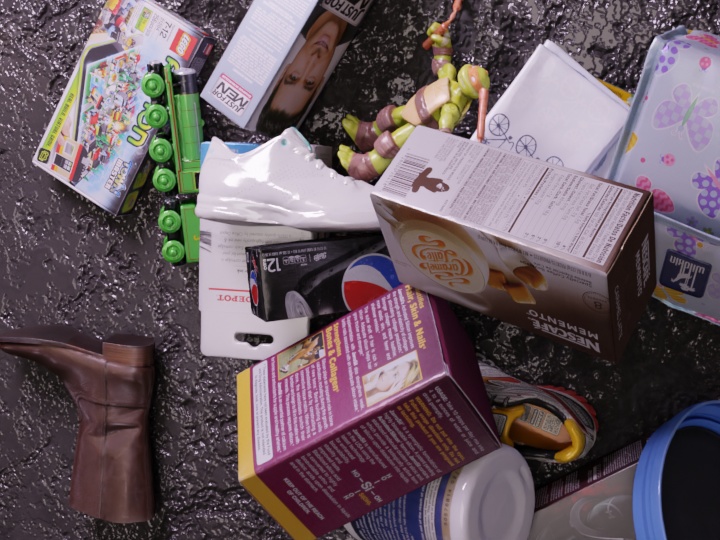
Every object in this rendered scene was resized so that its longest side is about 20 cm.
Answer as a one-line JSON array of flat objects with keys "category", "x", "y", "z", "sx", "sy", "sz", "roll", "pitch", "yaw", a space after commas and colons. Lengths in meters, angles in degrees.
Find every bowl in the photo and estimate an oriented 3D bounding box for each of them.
[{"category": "bowl", "x": 0.306, "y": 0.212, "z": 0.879, "sx": 0.039, "sy": 0.199, "sz": 0.203, "roll": -29, "pitch": 88, "yaw": 52}]

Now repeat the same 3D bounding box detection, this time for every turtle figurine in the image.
[{"category": "turtle figurine", "x": 0.058, "y": -0.148, "z": 0.943, "sx": 0.160, "sy": 0.064, "sz": 0.202, "roll": -27, "pitch": 48, "yaw": 30}]

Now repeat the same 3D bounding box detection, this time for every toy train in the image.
[{"category": "toy train", "x": -0.173, "y": -0.101, "z": 1.012, "sx": 0.055, "sy": 0.042, "sz": 0.203, "roll": -5, "pitch": 108, "yaw": -6}]

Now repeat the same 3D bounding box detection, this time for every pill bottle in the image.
[{"category": "pill bottle", "x": 0.047, "y": 0.198, "z": 0.943, "sx": 0.198, "sy": 0.110, "sz": 0.113, "roll": 2, "pitch": 97, "yaw": 43}]

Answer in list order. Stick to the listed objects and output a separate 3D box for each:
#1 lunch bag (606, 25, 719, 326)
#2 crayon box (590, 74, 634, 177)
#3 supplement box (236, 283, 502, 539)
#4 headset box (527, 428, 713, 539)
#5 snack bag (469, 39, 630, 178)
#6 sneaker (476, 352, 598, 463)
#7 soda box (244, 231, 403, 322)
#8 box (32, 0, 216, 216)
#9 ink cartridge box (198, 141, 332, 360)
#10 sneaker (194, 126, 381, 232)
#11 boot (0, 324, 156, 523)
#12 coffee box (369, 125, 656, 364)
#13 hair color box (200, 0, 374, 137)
[{"category": "lunch bag", "x": 0.272, "y": -0.058, "z": 0.789, "sx": 0.168, "sy": 0.127, "sz": 0.202, "roll": 26, "pitch": 119, "yaw": 19}, {"category": "crayon box", "x": 0.183, "y": -0.071, "z": 0.941, "sx": 0.124, "sy": 0.052, "sz": 0.202, "roll": 25, "pitch": 102, "yaw": 10}, {"category": "supplement box", "x": 0.002, "y": 0.117, "z": 0.888, "sx": 0.198, "sy": 0.132, "sz": 0.104, "roll": -28, "pitch": 124, "yaw": 14}, {"category": "headset box", "x": 0.220, "y": 0.260, "z": 0.954, "sx": 0.198, "sy": 0.077, "sz": 0.150, "roll": -28, "pitch": 89, "yaw": 13}, {"category": "snack bag", "x": 0.177, "y": -0.061, "z": 0.900, "sx": 0.199, "sy": 0.021, "sz": 0.189, "roll": 38, "pitch": 100, "yaw": -1}, {"category": "sneaker", "x": 0.120, "y": 0.123, "z": 0.961, "sx": 0.197, "sy": 0.082, "sz": 0.079, "roll": 13, "pitch": 99, "yaw": 13}, {"category": "soda box", "x": 0.000, "y": 0.000, "z": 0.940, "sx": 0.197, "sy": 0.071, "sz": 0.064, "roll": -8, "pitch": 95, "yaw": -16}, {"category": "box", "x": -0.236, "y": -0.169, "z": 1.044, "sx": 0.109, "sy": 0.035, "sz": 0.202, "roll": 31, "pitch": 102, "yaw": 9}, {"category": "ink cartridge box", "x": -0.091, "y": -0.020, "z": 1.006, "sx": 0.114, "sy": 0.067, "sz": 0.204, "roll": 3, "pitch": 96, "yaw": 12}, {"category": "sneaker", "x": -0.049, "y": -0.080, "z": 0.924, "sx": 0.197, "sy": 0.075, "sz": 0.090, "roll": 6, "pitch": 88, "yaw": 8}, {"category": "boot", "x": -0.296, "y": 0.164, "z": 1.084, "sx": 0.183, "sy": 0.064, "sz": 0.203, "roll": 7, "pitch": 102, "yaw": 15}, {"category": "coffee box", "x": 0.118, "y": -0.022, "z": 0.801, "sx": 0.198, "sy": 0.115, "sz": 0.080, "roll": 21, "pitch": 62, "yaw": 30}, {"category": "hair color box", "x": -0.054, "y": -0.223, "z": 0.956, "sx": 0.060, "sy": 0.099, "sz": 0.201, "roll": 37, "pitch": 103, "yaw": 19}]
